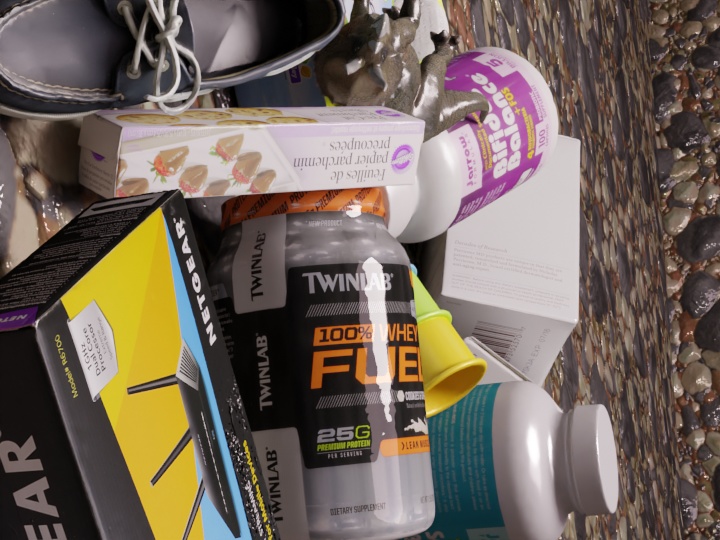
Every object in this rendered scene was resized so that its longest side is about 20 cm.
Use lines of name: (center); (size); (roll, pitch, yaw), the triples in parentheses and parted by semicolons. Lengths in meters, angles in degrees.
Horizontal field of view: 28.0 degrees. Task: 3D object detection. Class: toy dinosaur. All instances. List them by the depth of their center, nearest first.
toy dinosaur: (0.022, -0.127, 0.941); (0.200, 0.077, 0.103); (44, 57, -61)

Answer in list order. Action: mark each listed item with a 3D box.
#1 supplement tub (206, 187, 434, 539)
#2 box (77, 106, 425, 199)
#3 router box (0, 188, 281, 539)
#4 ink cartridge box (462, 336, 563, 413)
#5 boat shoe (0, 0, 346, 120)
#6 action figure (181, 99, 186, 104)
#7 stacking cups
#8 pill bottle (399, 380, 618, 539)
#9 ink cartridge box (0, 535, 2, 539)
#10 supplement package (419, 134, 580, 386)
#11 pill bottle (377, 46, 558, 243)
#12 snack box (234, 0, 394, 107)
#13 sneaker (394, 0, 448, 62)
supplement tub: (-0.025, 0.056, 0.835); (0.122, 0.122, 0.201); (11, 72, -70)
box: (-0.053, -0.064, 0.766); (0.199, 0.041, 0.039); (-6, 113, -39)
router box: (-0.095, 0.085, 0.609); (0.149, 0.051, 0.201); (-57, 136, -63)
ink cartridge box: (0.093, 0.155, 1.105); (0.147, 0.083, 0.200); (-52, 152, -4)
boat shoe: (-0.093, -0.111, 0.683); (0.200, 0.062, 0.075); (-10, 99, -42)
action figure: (-0.108, -0.190, 0.794); (0.200, 0.054, 0.118); (-76, 150, -46)
stacking cups: (0.000, 0.000, 0.925); (0.200, 0.060, 0.060); (54, 9, 21)
pill bottle: (0.064, 0.132, 0.948); (0.111, 0.199, 0.111); (-8, 90, -71)
ink cartridge box: (-0.146, 0.150, 0.571); (0.119, 0.042, 0.201); (29, 53, -69)
supplement package: (0.117, -0.015, 1.237); (0.117, 0.117, 0.201); (107, -8, -53)
pill bottle: (0.050, -0.087, 1.061); (0.200, 0.112, 0.113); (-32, 115, -43)
snack box: (-0.035, -0.198, 0.992); (0.200, 0.067, 0.169); (-44, 125, -68)
sneaker: (0.039, -0.158, 1.212); (0.105, 0.075, 0.201); (-8, 97, -83)
